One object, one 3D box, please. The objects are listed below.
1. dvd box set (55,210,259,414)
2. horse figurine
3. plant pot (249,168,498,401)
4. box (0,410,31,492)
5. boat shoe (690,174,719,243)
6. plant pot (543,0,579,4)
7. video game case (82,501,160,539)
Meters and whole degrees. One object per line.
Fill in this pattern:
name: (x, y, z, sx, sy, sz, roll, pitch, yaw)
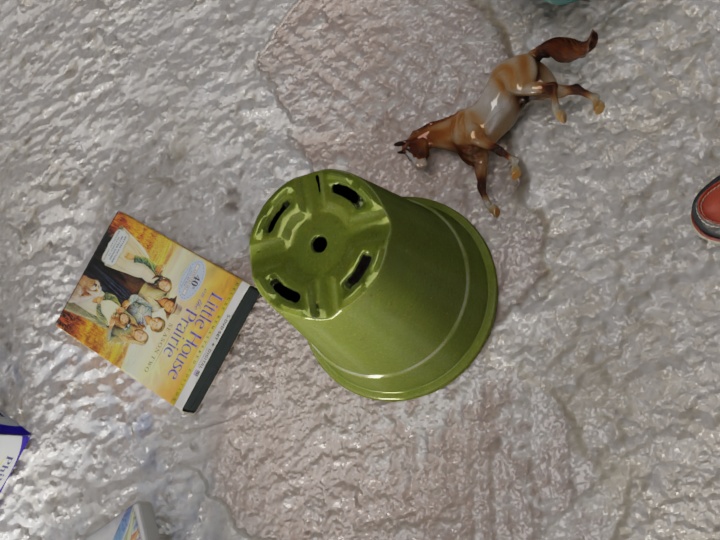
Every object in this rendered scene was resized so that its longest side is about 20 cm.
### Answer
dvd box set: (-0.217, 0.040, 0.934, 0.200, 0.029, 0.147, 28, 87, 27)
horse figurine: (0.137, -0.145, 0.821, 0.200, 0.050, 0.133, -48, 46, 13)
plant pot: (0.000, 0.000, 0.766, 0.199, 0.190, 0.201, -7, 72, 21)
box: (-0.496, 0.208, 0.963, 0.200, 0.105, 0.184, 27, 87, 26)
boat shoe: (0.363, -0.076, 0.706, 0.199, 0.063, 0.071, -17, 71, 19)
plant pot: (0.182, -0.340, 0.790, 0.200, 0.201, 0.161, -30, 78, 13)
video game case: (-0.241, 0.349, 0.830, 0.182, 0.022, 0.201, -37, 56, 21)
